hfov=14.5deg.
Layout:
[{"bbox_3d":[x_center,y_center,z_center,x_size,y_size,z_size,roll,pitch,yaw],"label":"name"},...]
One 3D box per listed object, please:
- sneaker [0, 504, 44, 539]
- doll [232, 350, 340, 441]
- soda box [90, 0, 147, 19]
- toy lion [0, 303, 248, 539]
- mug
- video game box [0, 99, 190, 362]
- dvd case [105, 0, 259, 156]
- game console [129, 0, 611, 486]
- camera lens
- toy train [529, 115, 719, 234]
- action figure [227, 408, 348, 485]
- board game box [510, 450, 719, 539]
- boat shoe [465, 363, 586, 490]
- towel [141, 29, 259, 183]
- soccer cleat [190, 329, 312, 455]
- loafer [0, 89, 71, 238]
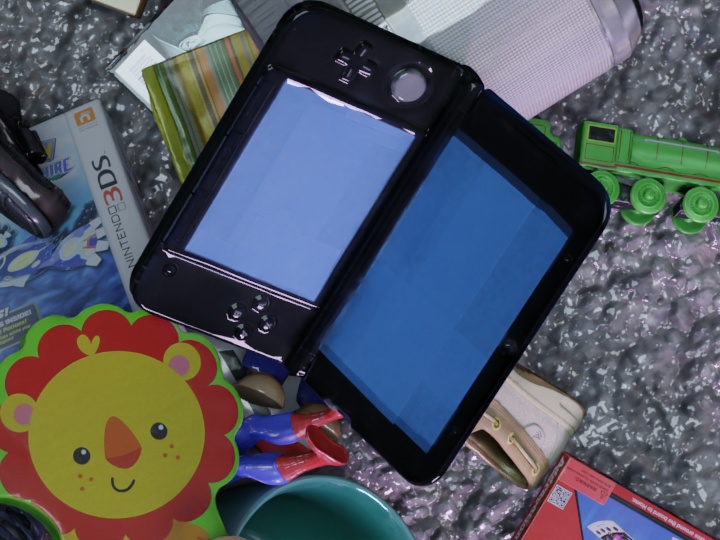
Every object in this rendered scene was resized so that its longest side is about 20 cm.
[{"bbox_3d":[-0.207,0.134,1.629,0.082,0.200,0.070,-42,113,1],"label":"sneaker"},{"bbox_3d":[0.000,0.000,1.682,0.136,0.048,0.200,31,74,-19],"label":"doll"},{"bbox_3d":[-0.213,-0.215,1.673,0.200,0.064,0.068,21,93,-3],"label":"soda box"},{"bbox_3d":[-0.150,0.122,1.530,0.200,0.069,0.192,-24,86,-18],"label":"toy lion"},{"bbox_3d":[-0.040,0.210,1.669,0.185,0.114,0.152,45,59,-22],"label":"mug"},{"bbox_3d":[-0.213,0.010,1.645,0.200,0.047,0.182,-24,49,0],"label":"video game box"},{"bbox_3d":[-0.034,-0.144,1.702,0.146,0.022,0.200,42,91,-3],"label":"dvd case"},{"bbox_3d":[0.002,-0.013,1.496,0.171,0.118,0.200,22,111,-27],"label":"game console"},{"bbox_3d":[0.047,-0.149,1.600,0.200,0.160,0.160,-32,94,-2],"label":"camera lens"},{"bbox_3d":[0.153,-0.060,1.701,0.200,0.042,0.056,9,76,-5],"label":"toy train"},{"bbox_3d":[-0.091,0.107,1.631,0.200,0.065,0.052,-23,129,37],"label":"action figure"},{"bbox_3d":[0.181,0.201,1.712,0.200,0.019,0.103,30,94,-13],"label":"board game box"},{"bbox_3d":[0.051,0.072,1.651,0.200,0.074,0.066,29,80,-34],"label":"boat shoe"},{"bbox_3d":[-0.025,-0.116,1.685,0.200,0.018,0.086,-22,94,0],"label":"towel"},{"bbox_3d":[-0.108,0.048,1.694,0.200,0.069,0.085,27,84,-6],"label":"soccer cleat"},{"bbox_3d":[-0.230,-0.096,1.646,0.063,0.072,0.200,-44,60,-12],"label":"loafer"}]
